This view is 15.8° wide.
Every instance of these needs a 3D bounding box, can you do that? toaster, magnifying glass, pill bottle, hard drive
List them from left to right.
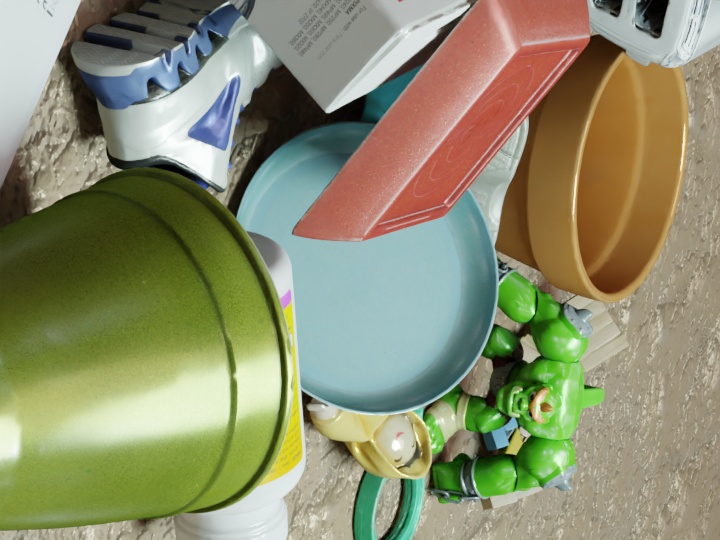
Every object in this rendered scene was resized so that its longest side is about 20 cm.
[{"bbox_3d":[-0.211,-0.130,1.414,0.132,0.027,0.200,48,58,-56],"label":"hard drive"},{"bbox_3d":[-0.088,0.082,1.632,0.104,0.104,0.200,-38,131,-50],"label":"pill bottle"},{"bbox_3d":[0.033,0.122,1.952,0.080,0.022,0.200,5,95,-61],"label":"magnifying glass"},{"bbox_3d":[0.229,-0.238,1.817,0.129,0.114,0.200,-37,149,-40],"label":"toaster"}]

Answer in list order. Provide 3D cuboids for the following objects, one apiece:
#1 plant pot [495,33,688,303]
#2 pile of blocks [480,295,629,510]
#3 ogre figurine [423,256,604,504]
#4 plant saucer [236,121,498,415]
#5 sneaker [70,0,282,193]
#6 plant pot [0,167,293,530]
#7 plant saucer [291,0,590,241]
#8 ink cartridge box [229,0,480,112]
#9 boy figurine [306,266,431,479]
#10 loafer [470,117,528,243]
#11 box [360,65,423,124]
[{"bbox_3d":[0.143,-0.085,1.951,0.200,0.140,0.200,-28,123,-55],"label":"plant pot"},{"bbox_3d":[0.137,0.105,2.112,0.200,0.082,0.062,-58,-171,-17],"label":"pile of blocks"},{"bbox_3d":[0.117,0.086,1.986,0.098,0.120,0.200,28,75,-60],"label":"ogre figurine"},{"bbox_3d":[0.000,0.000,1.741,0.200,0.027,0.200,7,75,-26],"label":"plant saucer"},{"bbox_3d":[-0.098,-0.114,1.584,0.199,0.081,0.115,-34,133,-43],"label":"sneaker"},{"bbox_3d":[-0.174,0.059,1.404,0.193,0.200,0.200,-17,115,-46],"label":"plant pot"},{"bbox_3d":[0.062,-0.094,1.626,0.200,0.037,0.200,-50,169,19],"label":"plant saucer"},{"bbox_3d":[-0.025,-0.206,1.542,0.084,0.200,0.145,-45,172,36],"label":"ink cartridge box"},{"bbox_3d":[0.001,0.074,1.833,0.124,0.064,0.200,-48,135,-44],"label":"boy figurine"},{"bbox_3d":[0.069,-0.051,1.873,0.063,0.072,0.200,-87,-161,-63],"label":"loafer"},{"bbox_3d":[0.043,-0.145,1.759,0.200,0.049,0.082,104,12,-62],"label":"box"}]
